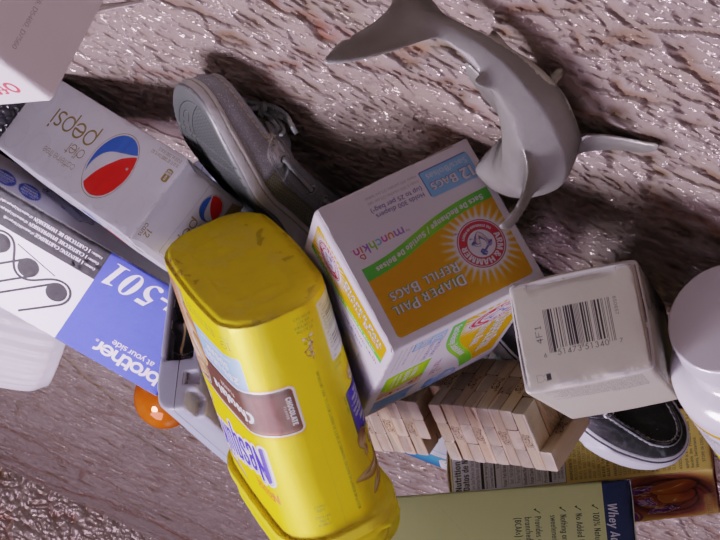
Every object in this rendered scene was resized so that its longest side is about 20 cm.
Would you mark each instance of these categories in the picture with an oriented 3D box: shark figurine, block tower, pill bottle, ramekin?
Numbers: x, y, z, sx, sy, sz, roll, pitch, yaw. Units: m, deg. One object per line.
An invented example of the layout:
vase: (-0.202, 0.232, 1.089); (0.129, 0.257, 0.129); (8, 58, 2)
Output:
shark figurine: (0.076, -0.073, 1.091); (0.128, 0.090, 0.214); (13, 161, 31)
block tower: (0.059, 0.096, 1.420); (0.200, 0.054, 0.058); (4, 130, 37)
pill bottle: (0.255, 0.073, 1.242); (0.104, 0.104, 0.200); (13, 159, 33)
ramekin: (-0.278, 0.003, 1.627); (0.105, 0.200, 0.200); (18, 164, -10)

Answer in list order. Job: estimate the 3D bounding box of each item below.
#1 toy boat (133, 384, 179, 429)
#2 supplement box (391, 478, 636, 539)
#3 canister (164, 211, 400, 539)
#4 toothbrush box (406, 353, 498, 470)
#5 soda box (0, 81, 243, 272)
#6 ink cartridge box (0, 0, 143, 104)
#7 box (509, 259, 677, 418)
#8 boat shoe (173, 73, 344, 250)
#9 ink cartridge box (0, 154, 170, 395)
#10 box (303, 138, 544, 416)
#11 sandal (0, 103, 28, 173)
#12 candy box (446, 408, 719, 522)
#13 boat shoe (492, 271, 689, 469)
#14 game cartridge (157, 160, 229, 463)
toy boat: (-0.124, 0.085, 1.633); (0.200, 0.131, 0.131); (58, -176, -12)
supplement box: (0.110, 0.275, 1.491); (0.200, 0.200, 0.134); (-4, 153, 3)
canister: (-0.053, 0.077, 1.312); (0.149, 0.086, 0.200); (46, 156, 55)
toothbrush box: (0.035, 0.078, 1.587); (0.146, 0.085, 0.200); (20, 162, 16)
soda box: (-0.170, -0.066, 1.386); (0.200, 0.068, 0.064); (32, 173, 48)
ink cartridge box: (-0.230, -0.182, 1.116); (0.200, 0.125, 0.128); (38, 159, -34)
box: (0.150, 0.046, 1.247); (0.082, 0.068, 0.200); (-11, 170, 10)
boat shoe: (-0.059, -0.071, 1.337); (0.074, 0.065, 0.202); (35, 168, 42)
ink cartridge box: (-0.212, 0.004, 1.498); (0.200, 0.044, 0.094); (30, 119, -12)
box: (0.032, 0.011, 1.293); (0.101, 0.112, 0.200); (61, 167, 11)
sandal: (-0.218, -0.074, 1.521); (0.200, 0.075, 0.045); (42, -166, -27)
candy box: (0.174, 0.159, 1.551); (0.200, 0.057, 0.117); (-6, 155, 11)
boat shoe: (0.165, 0.066, 1.404); (0.199, 0.074, 0.068); (45, 153, -12)
game cartridge: (-0.096, 0.036, 1.458); (0.040, 0.200, 0.133); (-9, 149, 24)
